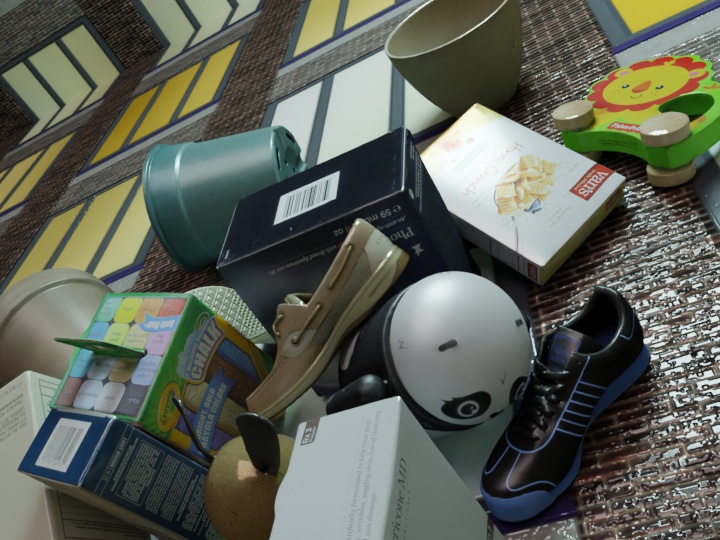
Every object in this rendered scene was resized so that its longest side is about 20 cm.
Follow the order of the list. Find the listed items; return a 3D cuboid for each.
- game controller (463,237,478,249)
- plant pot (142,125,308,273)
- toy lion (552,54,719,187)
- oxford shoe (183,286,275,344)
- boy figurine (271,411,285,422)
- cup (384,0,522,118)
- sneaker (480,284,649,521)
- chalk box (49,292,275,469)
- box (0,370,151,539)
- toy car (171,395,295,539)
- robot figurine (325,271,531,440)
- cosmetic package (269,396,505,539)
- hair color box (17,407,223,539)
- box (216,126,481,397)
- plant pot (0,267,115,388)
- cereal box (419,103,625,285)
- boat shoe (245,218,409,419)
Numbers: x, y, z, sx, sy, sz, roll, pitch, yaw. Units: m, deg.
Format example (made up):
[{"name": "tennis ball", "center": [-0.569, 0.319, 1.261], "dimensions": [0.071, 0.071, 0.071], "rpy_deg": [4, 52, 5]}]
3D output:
[{"name": "game controller", "center": [0.101, -0.069, 0.817], "dimensions": [0.198, 0.042, 0.105], "rpy_deg": [-11, 68, 5]}, {"name": "plant pot", "center": [-0.183, -0.116, 1.078], "dimensions": [0.194, 0.201, 0.201], "rpy_deg": [-13, 36, 15]}, {"name": "toy lion", "center": [0.329, -0.184, 0.815], "dimensions": [0.191, 0.069, 0.200], "rpy_deg": [-35, 31, -16]}, {"name": "oxford shoe", "center": [-0.140, 0.058, 0.834], "dimensions": [0.058, 0.199, 0.076], "rpy_deg": [-35, 71, 33]}, {"name": "boy figurine", "center": [-0.155, 0.125, 0.833], "dimensions": [0.199, 0.065, 0.124], "rpy_deg": [2, 31, 40]}, {"name": "cup", "center": [0.154, -0.307, 1.051], "dimensions": [0.199, 0.144, 0.201], "rpy_deg": [-23, 34, 17]}, {"name": "sneaker", "center": [0.154, 0.099, 0.573], "dimensions": [0.200, 0.078, 0.070], "rpy_deg": [-47, 34, -20]}, {"name": "chalk box", "center": [-0.188, 0.098, 0.675], "dimensions": [0.124, 0.200, 0.125], "rpy_deg": [1, 58, 32]}, {"name": "box", "center": [-0.287, 0.217, 0.679], "dimensions": [0.109, 0.128, 0.201], "rpy_deg": [-33, 57, 11]}, {"name": "toy car", "center": [-0.061, 0.161, 0.570], "dimensions": [0.163, 0.201, 0.158], "rpy_deg": [-3, 43, 39]}, {"name": "robot figurine", "center": [0.056, 0.080, 0.606], "dimensions": [0.200, 0.124, 0.151], "rpy_deg": [-42, 20, 59]}, {"name": "cosmetic package", "center": [0.031, 0.188, 0.450], "dimensions": [0.081, 0.201, 0.113], "rpy_deg": [-18, 35, 24]}, {"name": "hair color box", "center": [-0.180, 0.192, 0.632], "dimensions": [0.099, 0.200, 0.061], "rpy_deg": [-3, 53, 39]}, {"name": "box", "center": [0.000, 0.000, 0.730], "dimensions": [0.199, 0.199, 0.124], "rpy_deg": [-21, 35, 20]}, {"name": "plant pot", "center": [-0.360, 0.119, 0.940], "dimensions": [0.173, 0.201, 0.200], "rpy_deg": [25, 63, 35]}, {"name": "cereal box", "center": [0.157, -0.088, 0.775], "dimensions": [0.199, 0.040, 0.144], "rpy_deg": [35, 68, 31]}, {"name": "boat shoe", "center": [-0.042, 0.045, 0.631], "dimensions": [0.200, 0.065, 0.072], "rpy_deg": [-50, 5, 11]}]
